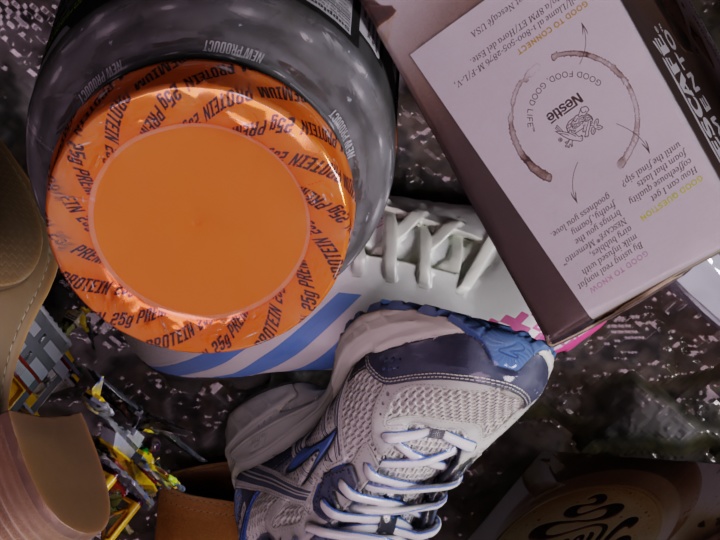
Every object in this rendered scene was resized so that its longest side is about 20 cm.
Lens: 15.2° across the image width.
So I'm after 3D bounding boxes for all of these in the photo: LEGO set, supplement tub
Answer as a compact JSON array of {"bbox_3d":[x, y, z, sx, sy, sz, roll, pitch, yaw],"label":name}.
[{"bbox_3d":[-0.111,0.080,1.033,0.116,0.199,0.154,-51,128,-16],"label":"LEGO set"},{"bbox_3d":[-0.047,-0.065,0.912,0.121,0.200,0.123,1,121,2],"label":"supplement tub"}]

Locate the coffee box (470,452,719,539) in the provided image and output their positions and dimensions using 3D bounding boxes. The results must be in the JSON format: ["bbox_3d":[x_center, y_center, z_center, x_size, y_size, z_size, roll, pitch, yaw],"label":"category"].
[{"bbox_3d":[0.128,0.138,1.014,0.199,0.113,0.080,1,128,47],"label":"coffee box"}]

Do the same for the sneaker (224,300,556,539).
[{"bbox_3d":[0.010,0.076,0.986,0.077,0.086,0.200,15,154,-20],"label":"sneaker"}]

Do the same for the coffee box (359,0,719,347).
[{"bbox_3d":[0.058,-0.088,0.904,0.079,0.113,0.201,-29,91,18],"label":"coffee box"}]

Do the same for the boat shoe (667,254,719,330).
[{"bbox_3d":[0.146,-0.015,1.018,0.200,0.072,0.071,41,91,-18],"label":"boat shoe"}]

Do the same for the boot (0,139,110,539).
[{"bbox_3d":[-0.178,0.041,0.946,0.154,0.201,0.074,-30,150,25],"label":"boot"}]

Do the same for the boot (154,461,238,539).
[{"bbox_3d":[-0.078,0.151,1.123,0.199,0.071,0.145,-6,114,3],"label":"boot"}]

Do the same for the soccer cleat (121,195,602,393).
[{"bbox_3d":[0.000,0.000,1.017,0.198,0.070,0.087,-7,136,8],"label":"soccer cleat"}]
